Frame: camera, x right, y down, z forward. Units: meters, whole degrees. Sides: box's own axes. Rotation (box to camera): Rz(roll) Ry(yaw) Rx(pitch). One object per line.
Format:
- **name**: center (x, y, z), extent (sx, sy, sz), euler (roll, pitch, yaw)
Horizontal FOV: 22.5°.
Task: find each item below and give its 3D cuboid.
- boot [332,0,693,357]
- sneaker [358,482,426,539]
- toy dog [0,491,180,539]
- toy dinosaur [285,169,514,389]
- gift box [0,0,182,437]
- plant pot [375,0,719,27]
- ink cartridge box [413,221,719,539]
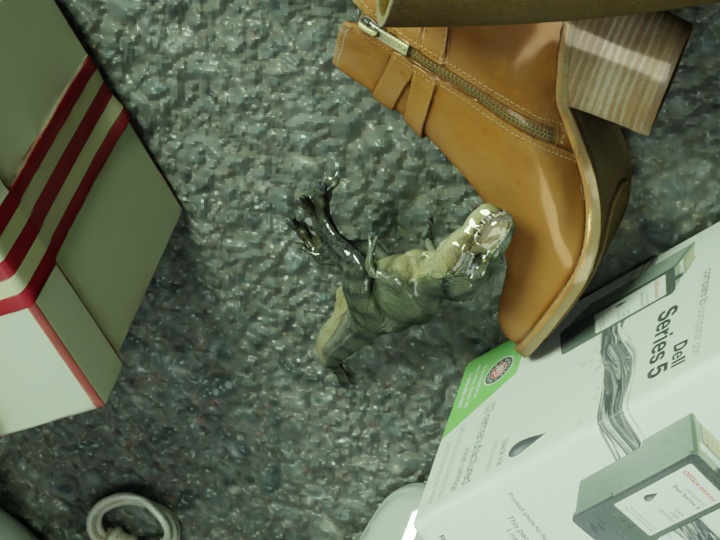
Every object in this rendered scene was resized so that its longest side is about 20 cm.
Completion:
- **boot**: center (0.055, -0.065, 0.848), extent (0.154, 0.074, 0.201), euler (23, 124, 10)
- **sneaker**: center (0.002, 0.213, 0.968), extent (0.075, 0.088, 0.201), euler (22, 96, 21)
- **toy dog**: center (-0.209, 0.183, 1.037), extent (0.198, 0.096, 0.133), euler (17, 122, 5)
- **toy dinosaur**: center (0.000, 0.000, 0.880), extent (0.088, 0.047, 0.200), euler (53, 150, 2)
- **gift box**: center (-0.216, -0.007, 0.869), extent (0.199, 0.187, 0.185), euler (-23, 118, 24)
- **plant pot**: center (0.115, -0.178, 0.709), extent (0.198, 0.187, 0.188), euler (6, 122, -3)
- **ink cartridge box**: center (0.137, 0.066, 0.849), extent (0.199, 0.146, 0.084), euler (-32, 106, 28)
